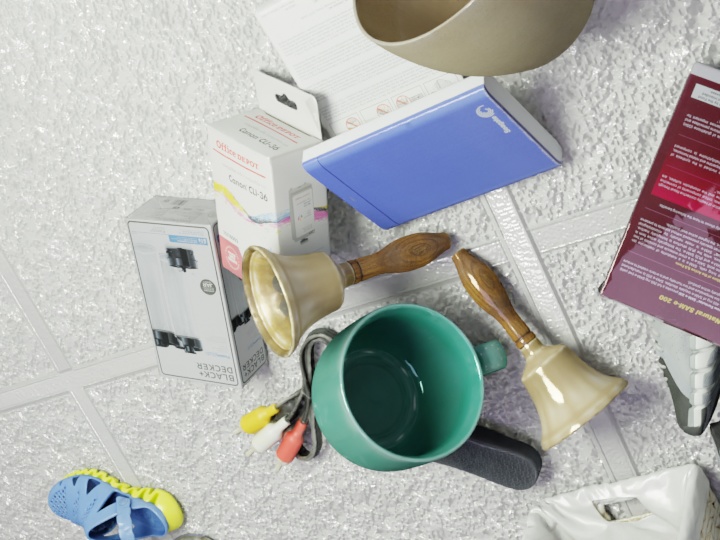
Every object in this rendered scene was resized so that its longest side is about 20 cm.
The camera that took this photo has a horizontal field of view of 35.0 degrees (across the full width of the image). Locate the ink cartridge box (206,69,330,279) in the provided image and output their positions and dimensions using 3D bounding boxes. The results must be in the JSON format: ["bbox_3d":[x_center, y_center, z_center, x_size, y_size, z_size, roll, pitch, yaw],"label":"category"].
[{"bbox_3d":[-0.090,-0.082,1.118,0.116,0.067,0.202,30,132,45],"label":"ink cartridge box"}]

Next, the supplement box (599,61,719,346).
[{"bbox_3d":[0.282,-0.054,0.925,0.108,0.061,0.202,24,101,14],"label":"supplement box"}]

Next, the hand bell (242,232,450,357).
[{"bbox_3d":[0.000,0.000,1.072,0.104,0.198,0.105,45,145,45],"label":"hand bell"}]

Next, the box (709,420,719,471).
[{"bbox_3d":[0.415,0.214,1.029,0.157,0.048,0.202,-16,111,11],"label":"box"}]

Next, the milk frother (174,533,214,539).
[{"bbox_3d":[-0.288,0.435,1.466,0.199,0.188,0.181,35,127,5],"label":"milk frother"}]

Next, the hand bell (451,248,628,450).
[{"bbox_3d":[0.156,0.060,1.100,0.201,0.104,0.104,53,128,7],"label":"hand bell"}]

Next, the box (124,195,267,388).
[{"bbox_3d":[-0.178,0.025,1.256,0.115,0.060,0.202,7,120,24],"label":"box"}]

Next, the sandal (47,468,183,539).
[{"bbox_3d":[-0.334,0.317,1.489,0.198,0.087,0.080,4,121,28],"label":"sandal"}]

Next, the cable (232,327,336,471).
[{"bbox_3d":[-0.066,0.154,1.275,0.097,0.050,0.200,38,129,2],"label":"cable"}]

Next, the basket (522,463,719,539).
[{"bbox_3d":[0.265,0.324,1.113,0.197,0.200,0.162,-23,111,35],"label":"basket"}]

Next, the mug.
[{"bbox_3d":[0.042,0.123,1.119,0.183,0.154,0.114,20,157,-18],"label":"mug"}]

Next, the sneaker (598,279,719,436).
[{"bbox_3d":[0.272,0.046,1.033,0.114,0.075,0.203,10,111,28],"label":"sneaker"}]

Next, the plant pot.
[{"bbox_3d":[0.109,-0.234,0.900,0.134,0.202,0.199,28,137,-36],"label":"plant pot"}]

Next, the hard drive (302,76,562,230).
[{"bbox_3d":[0.064,-0.102,1.036,0.198,0.026,0.132,-19,143,34],"label":"hard drive"}]

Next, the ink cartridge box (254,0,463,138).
[{"bbox_3d":[0.018,-0.190,1.048,0.160,0.050,0.201,-18,118,34],"label":"ink cartridge box"}]

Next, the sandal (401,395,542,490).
[{"bbox_3d":[0.098,0.173,1.213,0.198,0.043,0.077,24,134,7],"label":"sandal"}]
